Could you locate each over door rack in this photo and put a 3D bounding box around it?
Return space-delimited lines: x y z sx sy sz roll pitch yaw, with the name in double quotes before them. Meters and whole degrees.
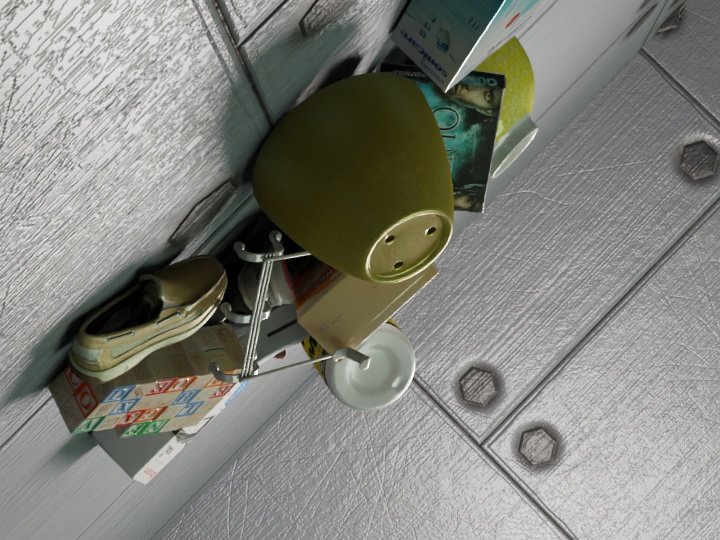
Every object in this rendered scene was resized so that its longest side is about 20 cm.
"over door rack" -0.066 0.036 1.570 0.199 0.066 0.149 -4 115 -41

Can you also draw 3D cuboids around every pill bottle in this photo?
"pill bottle" -0.013 0.085 1.875 0.114 0.114 0.200 -45 -154 2

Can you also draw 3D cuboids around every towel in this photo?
"towel" -0.052 -0.052 1.830 0.147 0.022 0.200 -44 -170 -7

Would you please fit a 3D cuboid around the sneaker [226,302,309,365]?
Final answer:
"sneaker" -0.142 0.092 1.827 0.199 0.074 0.071 -21 -179 -8

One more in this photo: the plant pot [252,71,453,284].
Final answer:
"plant pot" 0.013 -0.071 1.463 0.199 0.142 0.201 -23 148 -16

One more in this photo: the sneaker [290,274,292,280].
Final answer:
"sneaker" -0.022 -0.028 1.881 0.200 0.070 0.076 -33 -162 46

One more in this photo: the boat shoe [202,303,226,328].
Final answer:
"boat shoe" -0.191 0.073 1.688 0.074 0.073 0.200 -43 173 -20

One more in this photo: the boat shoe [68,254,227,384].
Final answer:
"boat shoe" -0.199 0.033 1.457 0.200 0.071 0.076 -42 157 -41

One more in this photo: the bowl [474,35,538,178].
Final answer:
"bowl" 0.141 -0.171 1.733 0.200 0.108 0.200 -45 172 -8

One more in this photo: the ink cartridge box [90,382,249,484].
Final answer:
"ink cartridge box" -0.245 0.179 1.947 0.200 0.084 0.145 -44 173 -9

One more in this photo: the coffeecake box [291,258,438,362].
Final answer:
"coffeecake box" 0.000 0.000 1.731 0.153 0.073 0.200 -43 -164 8

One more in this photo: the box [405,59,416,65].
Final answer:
"box" 0.047 -0.178 1.771 0.159 0.046 0.200 -47 173 13

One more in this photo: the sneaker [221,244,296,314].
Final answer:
"sneaker" -0.131 0.016 1.744 0.087 0.074 0.200 -15 -175 -9

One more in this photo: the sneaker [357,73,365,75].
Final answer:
"sneaker" -0.007 -0.139 1.585 0.080 0.089 0.201 -8 141 -9

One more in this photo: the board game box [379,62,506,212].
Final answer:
"board game box" 0.081 -0.142 1.639 0.201 0.134 0.028 94 0 -51

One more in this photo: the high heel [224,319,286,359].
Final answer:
"high heel" -0.140 0.073 1.907 0.067 0.096 0.200 -45 173 7

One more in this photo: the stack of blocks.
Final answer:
"stack of blocks" -0.223 0.120 1.557 0.199 0.059 0.115 -4 146 -52

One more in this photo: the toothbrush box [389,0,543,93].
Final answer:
"toothbrush box" 0.131 -0.289 1.461 0.146 0.085 0.200 -41 173 -33
